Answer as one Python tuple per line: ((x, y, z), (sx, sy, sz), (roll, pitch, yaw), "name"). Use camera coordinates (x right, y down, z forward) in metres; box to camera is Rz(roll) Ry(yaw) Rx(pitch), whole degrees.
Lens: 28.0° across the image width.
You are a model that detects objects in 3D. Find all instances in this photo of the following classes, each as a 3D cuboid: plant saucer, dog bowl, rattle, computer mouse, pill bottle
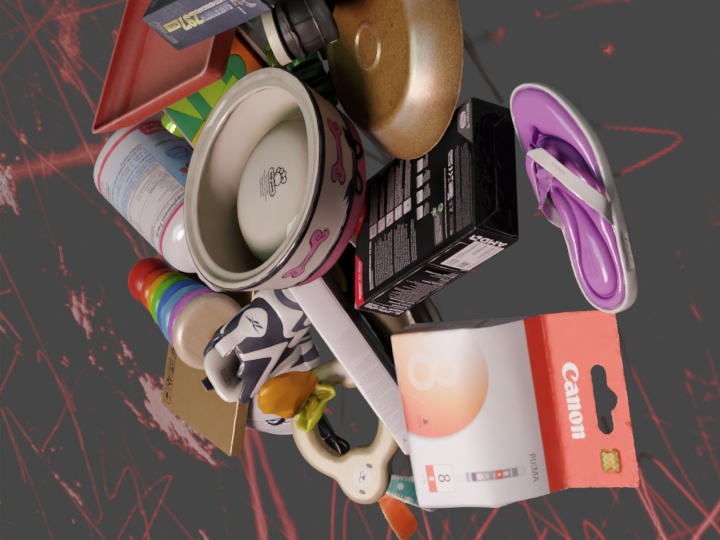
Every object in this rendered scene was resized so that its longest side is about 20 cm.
((0.019, -0.196, 1.255), (0.199, 0.035, 0.203), (24, 118, 55), "plant saucer")
((-0.074, -0.074, 1.296), (0.199, 0.073, 0.203), (-18, 66, 45), "dog bowl")
((-0.175, -0.239, 1.409), (0.198, 0.036, 0.203), (-18, 54, 46), "plant saucer")
((-0.007, 0.187, 1.461), (0.143, 0.129, 0.202), (46, -159, -82), "rattle")
((-0.100, 0.164, 1.631), (0.199, 0.044, 0.110), (14, 146, 50), "computer mouse")
((-0.193, -0.070, 1.573), (0.200, 0.108, 0.110), (42, 139, 26), "pill bottle")

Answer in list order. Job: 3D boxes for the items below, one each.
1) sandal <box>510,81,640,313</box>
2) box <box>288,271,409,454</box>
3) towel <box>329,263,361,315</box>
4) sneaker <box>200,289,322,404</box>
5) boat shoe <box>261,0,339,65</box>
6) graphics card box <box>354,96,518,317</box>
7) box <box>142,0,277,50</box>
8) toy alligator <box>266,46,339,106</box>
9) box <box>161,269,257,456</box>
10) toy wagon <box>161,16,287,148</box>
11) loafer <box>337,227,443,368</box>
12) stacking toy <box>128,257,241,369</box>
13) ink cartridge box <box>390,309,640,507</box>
((0.171, -0.058, 1.180), (0.082, 0.049, 0.205), (-25, 90, 53), "sandal")
((0.000, 0.078, 1.396), (0.201, 0.036, 0.144), (56, -177, -1), "box")
((0.000, 0.000, 1.453), (0.199, 0.018, 0.087), (-23, 93, 53), "towel")
((-0.111, 0.092, 1.512), (0.080, 0.129, 0.199), (51, 165, 13), "sneaker")
((-0.049, -0.246, 1.268), (0.202, 0.062, 0.074), (-95, -19, -57), "boat shoe")
((0.063, -0.051, 1.269), (0.200, 0.050, 0.127), (-37, 46, 53), "graphics card box")
((-0.091, -0.294, 1.246), (0.051, 0.202, 0.157), (38, 153, -26), "box")
((-0.060, -0.211, 1.350), (0.054, 0.059, 0.202), (-115, 1, -86), "toy alligator")
((-0.170, 0.088, 1.646), (0.163, 0.021, 0.203), (27, 113, 49), "box")
((-0.121, -0.166, 1.425), (0.200, 0.039, 0.156), (49, 118, 29), "toy wagon")
((0.016, 0.027, 1.377), (0.075, 0.069, 0.202), (-35, 80, 52), "loafer")
((-0.204, 0.037, 1.617), (0.200, 0.084, 0.086), (33, 136, 55), "stacking toy")
((0.132, 0.124, 1.260), (0.198, 0.050, 0.165), (-5, 99, 29), "ink cartridge box")
